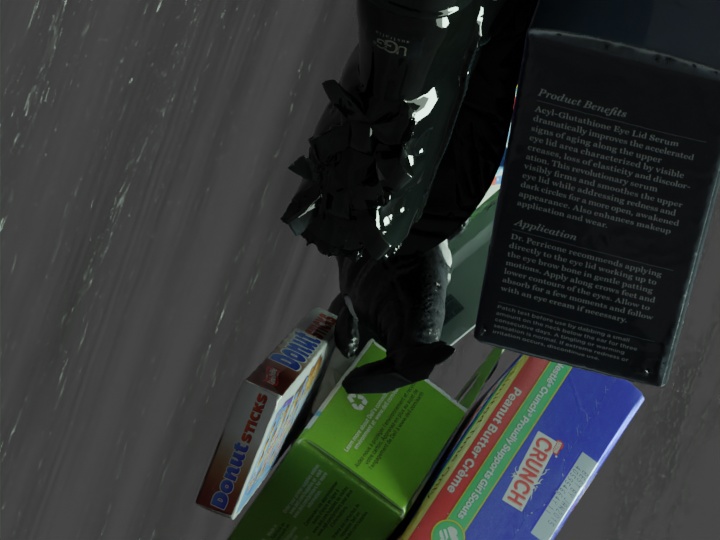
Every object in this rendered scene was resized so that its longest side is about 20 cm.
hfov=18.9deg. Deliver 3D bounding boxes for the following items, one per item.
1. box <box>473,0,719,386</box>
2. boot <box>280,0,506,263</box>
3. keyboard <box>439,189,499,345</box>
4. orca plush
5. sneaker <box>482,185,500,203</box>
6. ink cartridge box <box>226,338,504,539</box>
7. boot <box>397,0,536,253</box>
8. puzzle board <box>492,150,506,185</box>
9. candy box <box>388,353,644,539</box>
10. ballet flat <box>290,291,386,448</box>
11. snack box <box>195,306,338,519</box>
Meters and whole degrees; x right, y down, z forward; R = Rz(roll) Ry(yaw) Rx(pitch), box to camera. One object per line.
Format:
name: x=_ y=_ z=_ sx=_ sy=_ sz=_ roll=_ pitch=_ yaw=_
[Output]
box: x=0.132 y=-0.069 z=1.080 sx=0.148 sy=0.103 sz=0.201 roll=-67 pitch=168 yaw=-49
boot: x=0.034 y=-0.106 z=1.007 sx=0.198 sy=0.073 sz=0.163 roll=-52 pitch=162 yaw=-49
keyboard: x=0.050 y=0.019 z=1.374 sx=0.200 sy=0.056 sz=0.011 roll=-41 pitch=-170 yaw=39
orca plush: x=0.000 y=0.000 z=1.181 sx=0.105 sy=0.071 sz=0.201 roll=-41 pitch=-160 yaw=27
sneaker: x=0.071 y=-0.097 z=1.416 sx=0.075 sy=0.089 sz=0.200 roll=-26 pitch=164 yaw=-4
ink cartridge box: x=0.005 y=0.103 z=1.292 sx=0.148 sy=0.075 sz=0.200 roll=-56 pitch=179 yaw=42
boot: x=0.055 y=-0.110 z=1.176 sx=0.162 sy=0.073 sz=0.200 roll=-54 pitch=164 yaw=-82
puzzle board: x=0.131 y=-0.136 z=1.350 sx=0.199 sy=0.017 sz=0.152 roll=-14 pitch=111 yaw=-57
candy box: x=0.071 y=0.140 z=1.279 sx=0.170 sy=0.077 sz=0.200 roll=-53 pitch=179 yaw=-20
ballet flat: x=-0.009 y=0.080 z=1.375 sx=0.200 sy=0.073 sz=0.073 roll=111 pitch=4 yaw=-58
snack box: x=-0.046 y=0.074 z=1.182 sx=0.200 sy=0.024 sz=0.072 roll=-47 pitch=161 yaw=-77
